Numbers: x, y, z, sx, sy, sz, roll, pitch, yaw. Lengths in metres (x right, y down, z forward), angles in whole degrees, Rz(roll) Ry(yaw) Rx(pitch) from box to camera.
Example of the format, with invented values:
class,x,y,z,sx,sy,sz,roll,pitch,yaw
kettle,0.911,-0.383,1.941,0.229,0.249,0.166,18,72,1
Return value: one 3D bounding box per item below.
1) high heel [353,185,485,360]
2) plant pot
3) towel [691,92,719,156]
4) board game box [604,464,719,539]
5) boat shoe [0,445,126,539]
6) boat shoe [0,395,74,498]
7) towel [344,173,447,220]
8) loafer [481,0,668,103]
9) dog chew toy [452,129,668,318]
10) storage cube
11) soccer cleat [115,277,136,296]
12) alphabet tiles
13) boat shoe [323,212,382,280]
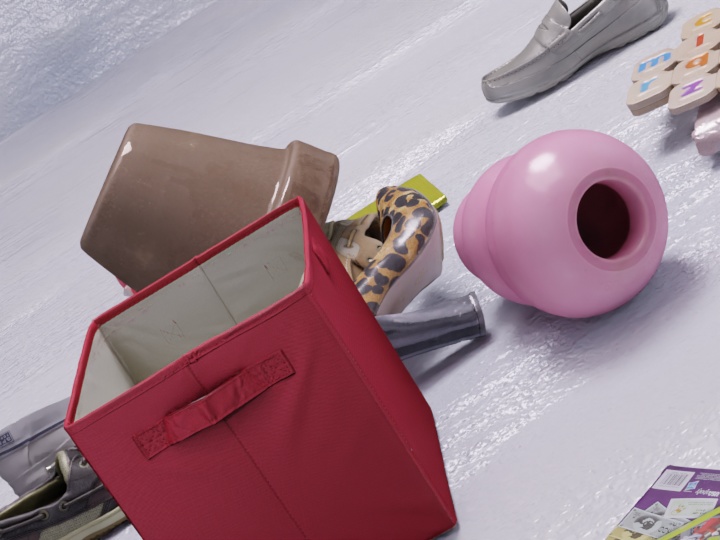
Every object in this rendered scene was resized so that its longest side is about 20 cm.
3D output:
class,x,y,z,sx,sy,sz,roll,pitch,yaw
high heel,-0.002,0.002,1.220,0.141,0.072,0.201,-15,37,-8
plant pot,-0.133,-0.037,1.347,0.201,0.173,0.201,-62,12,22
towel,0.353,-0.166,1.225,0.199,0.032,0.191,-23,20,28
board game box,0.181,0.142,0.737,0.120,0.033,0.199,-38,18,-28
boat shoe,-0.214,0.168,1.255,0.200,0.066,0.072,-37,18,-13
boat shoe,-0.242,0.142,1.368,0.072,0.066,0.200,-30,-3,17
towel,-0.014,-0.020,1.487,0.199,0.018,0.086,-33,24,-3
loafer,0.200,-0.230,1.575,0.199,0.070,0.070,-30,19,8
dog chew toy,0.126,-0.030,1.126,0.124,0.125,0.200,-38,11,-18
storage cube,-0.060,0.091,1.020,0.170,0.181,0.200,-30,18,7
soccer cleat,-0.182,-0.027,1.706,0.199,0.067,0.076,-21,17,39
alphabet tiles,0.302,-0.180,1.269,0.199,0.015,0.196,-24,20,25
boat shoe,0.000,0.000,1.319,0.064,0.072,0.200,-22,24,6
